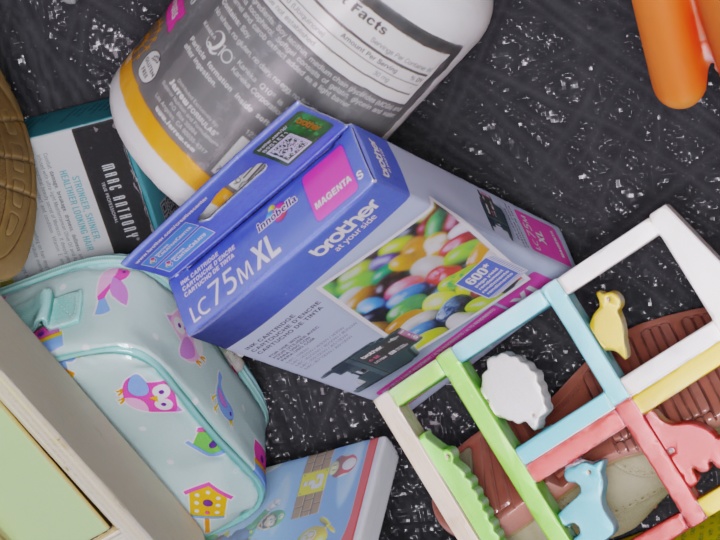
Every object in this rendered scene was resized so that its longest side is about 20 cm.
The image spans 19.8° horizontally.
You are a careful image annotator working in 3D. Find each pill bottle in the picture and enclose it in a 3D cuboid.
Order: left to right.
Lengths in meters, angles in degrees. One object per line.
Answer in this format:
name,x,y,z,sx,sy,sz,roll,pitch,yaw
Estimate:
pill bottle,-0.013,-0.116,0.922,0.116,0.116,0.200,41,113,-6

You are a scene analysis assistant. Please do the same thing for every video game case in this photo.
video game case,-0.082,0.157,1.020,0.199,0.143,0.018,-17,122,25

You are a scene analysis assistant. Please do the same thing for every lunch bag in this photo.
lunch bag,-0.150,0.072,1.022,0.199,0.077,0.161,-18,130,20

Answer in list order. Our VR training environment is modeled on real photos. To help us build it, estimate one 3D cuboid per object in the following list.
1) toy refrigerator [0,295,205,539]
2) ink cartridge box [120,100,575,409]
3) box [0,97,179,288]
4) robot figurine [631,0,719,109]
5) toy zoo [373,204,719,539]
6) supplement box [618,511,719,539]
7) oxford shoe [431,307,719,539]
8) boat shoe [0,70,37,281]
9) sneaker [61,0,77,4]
toy refrigerator,-0.147,0.101,0.934,0.076,0.070,0.200,-29,128,7
ink cartridge box,0.000,0.000,0.940,0.119,0.042,0.199,-39,142,23
box,-0.191,-0.025,1.031,0.198,0.049,0.083,-12,109,16
robot figurine,0.197,-0.124,0.875,0.143,0.116,0.201,-29,108,-20
toy zoo,0.120,0.062,0.954,0.199,0.020,0.132,-34,83,15
supplement box,0.205,0.180,1.000,0.199,0.110,0.109,-23,106,20
oxford shoe,0.134,0.083,1.011,0.199,0.071,0.074,-28,134,16
boat shoe,-0.209,-0.077,0.972,0.069,0.074,0.201,-27,68,28
sneaker,-0.110,-0.206,0.936,0.115,0.075,0.200,31,125,-7
